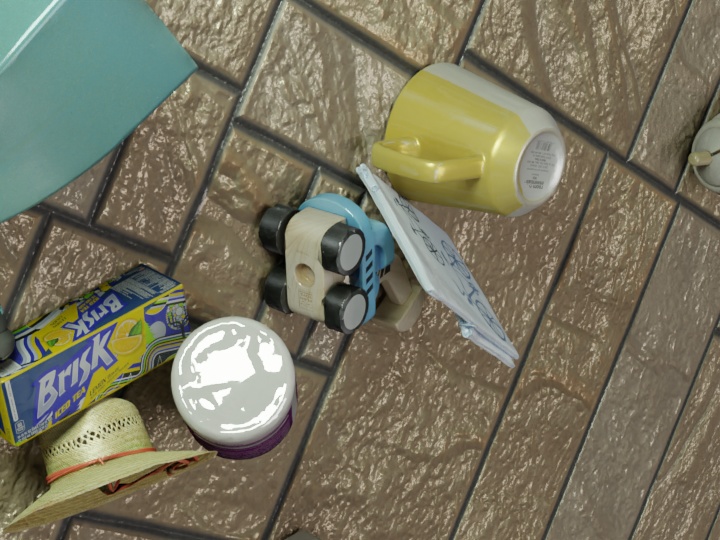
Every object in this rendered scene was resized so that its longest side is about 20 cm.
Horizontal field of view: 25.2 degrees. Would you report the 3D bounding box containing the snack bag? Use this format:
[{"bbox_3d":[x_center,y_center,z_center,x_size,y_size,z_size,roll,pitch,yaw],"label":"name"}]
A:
[{"bbox_3d":[0.078,-0.003,1.653,0.021,0.189,0.200,-37,143,13],"label":"snack bag"}]

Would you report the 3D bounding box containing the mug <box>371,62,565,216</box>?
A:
[{"bbox_3d":[0.117,-0.113,1.658,0.187,0.153,0.150,-46,136,-24],"label":"mug"}]

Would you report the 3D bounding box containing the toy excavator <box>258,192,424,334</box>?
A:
[{"bbox_3d":[0.000,0.000,1.634,0.200,0.099,0.196,-33,130,-45],"label":"toy excavator"}]

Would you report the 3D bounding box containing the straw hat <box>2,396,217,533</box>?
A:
[{"bbox_3d":[-0.234,0.158,1.425,0.200,0.201,0.086,-12,78,-44],"label":"straw hat"}]

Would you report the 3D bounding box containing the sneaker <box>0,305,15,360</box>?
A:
[{"bbox_3d":[-0.367,0.053,1.273,0.199,0.075,0.080,-20,107,-49],"label":"sneaker"}]

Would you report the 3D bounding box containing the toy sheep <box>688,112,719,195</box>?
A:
[{"bbox_3d":[0.498,-0.153,2.082,0.199,0.138,0.139,-1,108,-35],"label":"toy sheep"}]

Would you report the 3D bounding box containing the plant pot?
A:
[{"bbox_3d":[-0.262,-0.147,1.244,0.200,0.141,0.141,-50,137,-9],"label":"plant pot"}]

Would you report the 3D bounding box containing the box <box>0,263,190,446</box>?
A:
[{"bbox_3d":[-0.245,0.072,1.408,0.199,0.064,0.071,-30,126,-36],"label":"box"}]

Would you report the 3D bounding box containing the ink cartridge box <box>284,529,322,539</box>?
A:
[{"bbox_3d":[-0.059,0.408,1.695,0.145,0.144,0.202,-25,124,-38],"label":"ink cartridge box"}]

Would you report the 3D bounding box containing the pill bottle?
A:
[{"bbox_3d":[-0.113,0.114,1.481,0.113,0.112,0.200,-57,174,-12],"label":"pill bottle"}]
